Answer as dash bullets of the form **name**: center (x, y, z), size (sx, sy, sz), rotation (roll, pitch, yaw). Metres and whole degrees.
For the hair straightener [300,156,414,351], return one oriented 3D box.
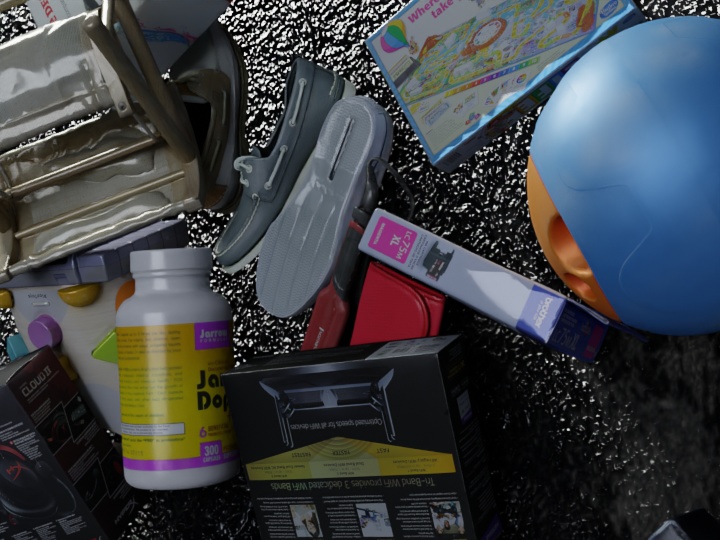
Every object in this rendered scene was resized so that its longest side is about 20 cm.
- **hair straightener**: center (0.000, 0.000, 0.862), size (0.041, 0.076, 0.203), rotation (30, 119, 32)

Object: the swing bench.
- **swing bench**: center (-0.258, -0.123, 0.874), size (0.196, 0.201, 0.131), rotation (-19, 42, 6)

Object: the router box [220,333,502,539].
- **router box**: center (-0.001, 0.141, 0.814), size (0.197, 0.052, 0.160), rotation (-8, 99, 30)

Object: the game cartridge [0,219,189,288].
- **game cartridge**: center (-0.279, -0.017, 1.000), size (0.197, 0.129, 0.039), rotation (-3, 101, 29)

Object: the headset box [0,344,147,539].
- **headset box**: center (-0.317, 0.173, 0.973), size (0.147, 0.075, 0.202), rotation (-22, 106, 26)

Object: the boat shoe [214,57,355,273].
- **boat shoe**: center (-0.081, -0.093, 0.918), size (0.201, 0.061, 0.073), rotation (-57, 25, 7)

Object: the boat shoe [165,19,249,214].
- **boat shoe**: center (-0.149, -0.156, 0.976), size (0.074, 0.068, 0.203), rotation (-19, 74, 26)

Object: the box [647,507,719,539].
- **box**: center (0.213, 0.298, 0.675), size (0.197, 0.117, 0.201), rotation (-48, 64, 16)

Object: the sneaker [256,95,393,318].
- **sneaker**: center (-0.022, -0.050, 0.888), size (0.073, 0.071, 0.202), rotation (34, 106, 21)

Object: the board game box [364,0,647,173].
- **board game box**: center (0.112, -0.194, 0.848), size (0.199, 0.034, 0.136), rotation (-36, 67, 22)

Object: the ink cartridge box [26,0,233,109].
- **ink cartridge box**: center (-0.204, -0.269, 0.954), size (0.199, 0.082, 0.147), rotation (-41, 63, 18)

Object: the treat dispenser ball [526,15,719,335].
- **treat dispenser ball**: center (0.207, -0.060, 0.678), size (0.198, 0.200, 0.205), rotation (-4, 81, 29)

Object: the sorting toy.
- **sorting toy**: center (-0.268, 0.093, 1.013), size (0.197, 0.106, 0.183), rotation (-4, 100, 30)

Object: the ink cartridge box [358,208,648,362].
- **ink cartridge box**: center (0.106, 0.018, 0.774), size (0.198, 0.119, 0.043), rotation (25, 91, 30)

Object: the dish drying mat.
- **dish drying mat**: center (0.015, 0.100, 0.841), size (0.076, 0.018, 0.203), rotation (26, 114, 32)

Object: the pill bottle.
- **pill bottle**: center (-0.161, 0.083, 0.918), size (0.103, 0.104, 0.204), rotation (-4, 89, 29)
